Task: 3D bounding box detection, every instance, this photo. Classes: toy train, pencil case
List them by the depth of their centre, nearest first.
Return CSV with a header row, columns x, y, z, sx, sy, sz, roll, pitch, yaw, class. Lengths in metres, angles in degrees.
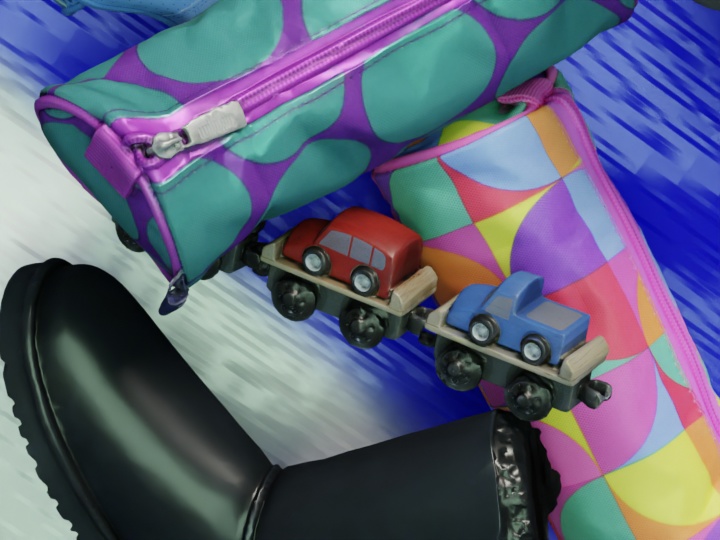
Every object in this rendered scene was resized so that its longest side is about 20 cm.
x,y,z,sx,sy,sz,roll,pitch,yaw,class
-0.006,-0.073,0.902,0.200,0.092,0.085,-32,93,-12,pencil case
0.000,0.000,0.936,0.200,0.034,0.046,23,116,21,toy train
0.083,0.024,0.971,0.088,0.088,0.200,-31,103,1,pencil case

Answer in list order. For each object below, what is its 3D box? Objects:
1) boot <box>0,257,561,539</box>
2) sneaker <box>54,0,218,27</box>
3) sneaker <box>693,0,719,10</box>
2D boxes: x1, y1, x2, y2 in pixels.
x,y,z,sx,sy,sz,roll,pitch,yaw,class
-0.019,0.069,0.944,0.168,0.076,0.201,-16,107,21,boot
-0.100,-0.150,0.922,0.200,0.076,0.105,36,96,-12,sneaker
0.108,-0.184,0.891,0.067,0.108,0.202,-21,89,14,sneaker
